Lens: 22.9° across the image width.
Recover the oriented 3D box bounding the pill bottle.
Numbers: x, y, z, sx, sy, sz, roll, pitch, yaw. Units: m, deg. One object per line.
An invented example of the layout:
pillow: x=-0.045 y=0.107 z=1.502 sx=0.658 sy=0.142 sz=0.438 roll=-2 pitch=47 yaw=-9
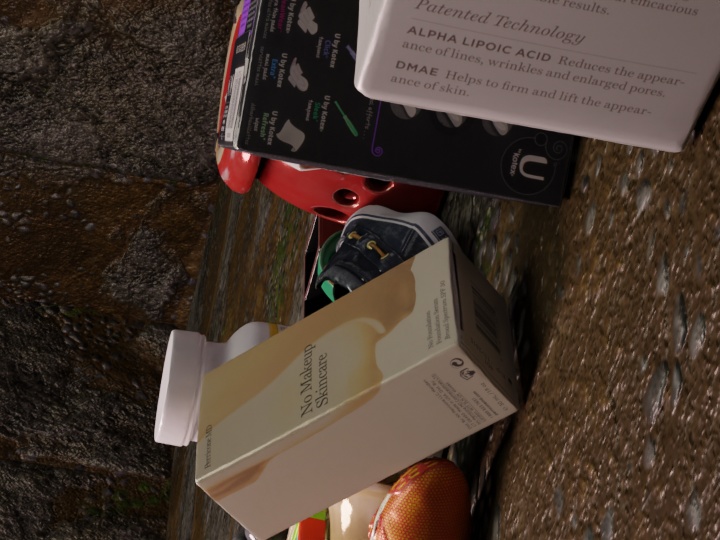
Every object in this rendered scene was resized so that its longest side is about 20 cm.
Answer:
pill bottle: x=-0.043 y=0.098 z=1.274 sx=0.112 sy=0.199 sz=0.113 roll=-171 pitch=90 yaw=-81

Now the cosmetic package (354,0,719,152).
cosmetic package: x=0.097 y=-0.190 z=0.806 sx=0.201 sy=0.164 sz=0.165 roll=109 pitch=166 yaw=-45

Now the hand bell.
hand bell: x=0.001 y=0.228 z=1.182 sx=0.104 sy=0.103 sz=0.201 roll=-150 pitch=69 yaw=-80

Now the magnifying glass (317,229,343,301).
magnifying glass: x=0.015 y=0.038 z=1.417 sx=0.022 sy=0.079 sz=0.201 roll=100 pitch=162 yaw=-45

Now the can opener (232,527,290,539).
can opener: x=-0.042 y=0.163 z=1.439 sx=0.200 sy=0.066 sz=0.053 roll=-47 pitch=-3 yaw=-45

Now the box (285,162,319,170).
box: x=0.020 y=-0.173 z=1.192 sx=0.106 sy=0.151 sz=0.201 roll=-140 pitch=47 yaw=-78

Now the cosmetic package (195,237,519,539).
cosmetic package: x=-0.004 y=0.076 z=1.113 sx=0.199 sy=0.071 sz=0.106 roll=-30 pitch=34 yaw=20

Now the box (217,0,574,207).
box: x=0.023 y=-0.107 z=1.072 sx=0.122 sy=0.199 sz=0.107 roll=-146 pitch=66 yaw=-80

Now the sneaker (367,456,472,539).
sneaker: x=0.041 y=0.212 z=1.114 sx=0.077 sy=0.073 sz=0.201 roll=38 pitch=126 yaw=56

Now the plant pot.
plant pot: x=-0.019 y=-0.136 z=1.444 sx=0.200 sy=0.181 sz=0.202 roll=-172 pitch=90 yaw=-79

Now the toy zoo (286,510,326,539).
toy zoo: x=-0.050 y=0.261 z=1.280 sx=0.200 sy=0.020 sz=0.132 roll=-87 pitch=11 yaw=-57

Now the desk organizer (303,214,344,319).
desk organizer: x=-0.005 y=0.029 z=1.497 sx=0.201 sy=0.076 sz=0.072 roll=-92 pitch=14 yaw=-50

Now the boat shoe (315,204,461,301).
boat shoe: x=0.000 y=0.000 z=1.335 sx=0.071 sy=0.091 sz=0.200 roll=60 pitch=164 yaw=-7

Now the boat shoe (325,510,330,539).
boat shoe: x=-0.019 y=0.216 z=1.439 sx=0.201 sy=0.063 sz=0.074 roll=165 pitch=114 yaw=-80
